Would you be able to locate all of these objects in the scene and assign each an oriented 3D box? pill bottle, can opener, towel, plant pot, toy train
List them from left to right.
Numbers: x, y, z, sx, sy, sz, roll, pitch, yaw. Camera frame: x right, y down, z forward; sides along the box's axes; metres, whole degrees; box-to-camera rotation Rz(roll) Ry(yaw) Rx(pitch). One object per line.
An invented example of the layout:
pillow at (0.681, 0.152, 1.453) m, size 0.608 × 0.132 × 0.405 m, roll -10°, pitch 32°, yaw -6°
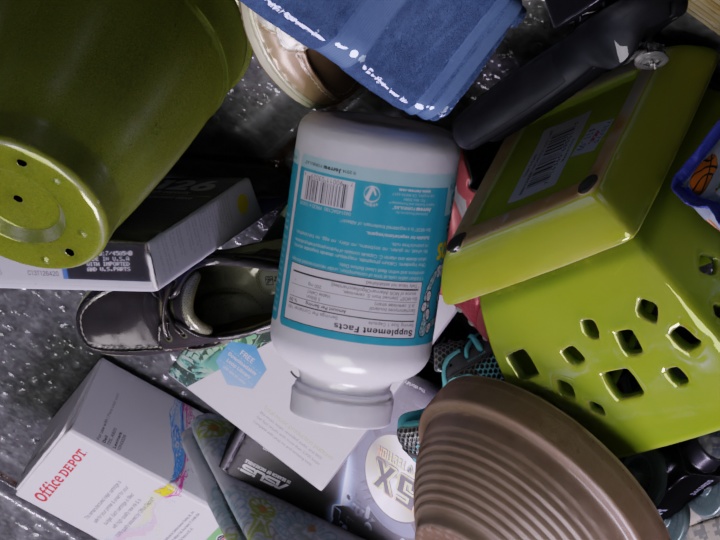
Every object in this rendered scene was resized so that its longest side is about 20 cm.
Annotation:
plant pot at (-0.196, -0.112, 1.680) m, size 0.199 × 0.194 × 0.201 m, roll 15°, pitch 144°, yaw 11°
towel at (-0.038, 0.192, 1.959) m, size 0.170 × 0.200 × 0.048 m, roll 8°, pitch 123°, yaw -33°
pill bottle at (0.000, 0.000, 1.664) m, size 0.110 × 0.111 × 0.202 m, roll 11°, pitch 100°, yaw 15°
towel at (0.002, -0.181, 1.553) m, size 0.199 × 0.049 × 0.112 m, roll 32°, pitch 105°, yaw -30°
plant pot at (0.102, 0.174, 1.649) m, size 0.200 × 0.093 × 0.201 m, roll 34°, pitch 153°, yaw 20°
can opener at (0.130, -0.132, 1.575) m, size 0.063 × 0.079 × 0.200 m, roll -10°, pitch 159°, yaw -38°
toy train at (0.184, 0.139, 1.752) m, size 0.085 × 0.115 × 0.200 m, roll 7°, pitch 147°, yaw -30°
plant pot at (0.177, -0.016, 1.609) m, size 0.182 × 0.201 × 0.198 m, roll 46°, pitch 140°, yaw -21°

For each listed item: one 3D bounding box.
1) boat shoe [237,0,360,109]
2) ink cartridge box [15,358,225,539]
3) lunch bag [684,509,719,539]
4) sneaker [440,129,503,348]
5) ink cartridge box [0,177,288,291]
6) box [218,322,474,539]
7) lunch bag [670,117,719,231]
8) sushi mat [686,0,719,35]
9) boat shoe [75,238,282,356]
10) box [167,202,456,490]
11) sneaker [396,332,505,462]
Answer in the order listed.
boat shoe at (-0.038, -0.182, 1.608) m, size 0.066 × 0.074 × 0.201 m, roll 4°, pitch 141°, yaw 32°
ink cartridge box at (-0.174, 0.179, 2.136) m, size 0.199 × 0.084 × 0.145 m, roll 30°, pitch 144°, yaw -11°
lunch bag at (0.272, 0.137, 1.800) m, size 0.199 × 0.139 × 0.169 m, roll -25°, pitch 95°, yaw 47°
sneaker at (0.083, -0.001, 1.733) m, size 0.086 × 0.074 × 0.201 m, roll -15°, pitch 99°, yaw 35°
ink cartridge box at (-0.182, -0.037, 1.799) m, size 0.196 × 0.200 × 0.047 m, roll 0°, pitch 111°, yaw 27°
box at (0.018, 0.113, 1.906) m, size 0.199 × 0.086 × 0.164 m, roll 26°, pitch 124°, yaw -5°
lunch bag at (0.313, -0.072, 1.489) m, size 0.170 × 0.201 × 0.124 m, roll 35°, pitch -175°, yaw -22°
sushi mat at (0.206, -0.192, 1.515) m, size 0.199 × 0.012 × 0.096 m, roll 32°, pitch 142°, yaw -14°
boat shoe at (-0.113, 0.019, 1.761) m, size 0.199 × 0.066 × 0.072 m, roll -11°, pitch 96°, yaw 13°
box at (-0.026, 0.038, 1.800) m, size 0.144 × 0.036 × 0.201 m, roll 36°, pitch 105°, yaw 1°
sneaker at (0.097, 0.070, 1.791) m, size 0.091 × 0.201 × 0.078 m, roll 34°, pitch -172°, yaw -2°
